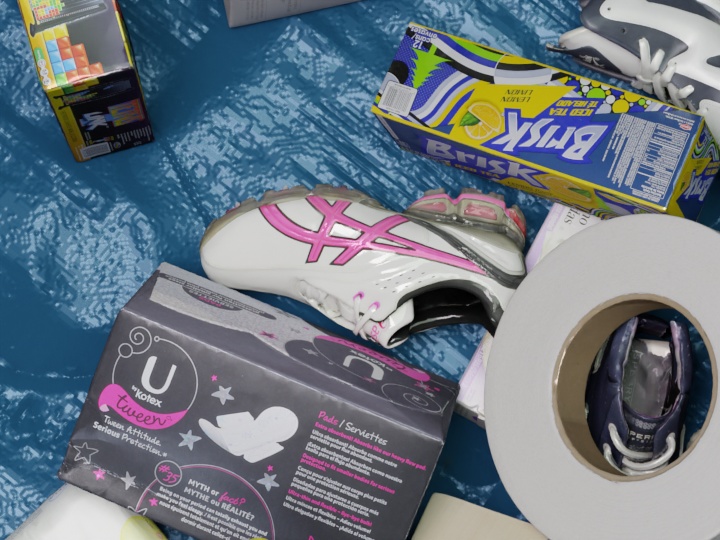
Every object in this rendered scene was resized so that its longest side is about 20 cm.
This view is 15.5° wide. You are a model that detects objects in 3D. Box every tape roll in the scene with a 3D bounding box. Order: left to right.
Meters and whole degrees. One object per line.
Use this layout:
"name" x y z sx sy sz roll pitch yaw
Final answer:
"tape roll" 0.163 0.069 1.498 0.202 0.037 0.204 -8 76 33

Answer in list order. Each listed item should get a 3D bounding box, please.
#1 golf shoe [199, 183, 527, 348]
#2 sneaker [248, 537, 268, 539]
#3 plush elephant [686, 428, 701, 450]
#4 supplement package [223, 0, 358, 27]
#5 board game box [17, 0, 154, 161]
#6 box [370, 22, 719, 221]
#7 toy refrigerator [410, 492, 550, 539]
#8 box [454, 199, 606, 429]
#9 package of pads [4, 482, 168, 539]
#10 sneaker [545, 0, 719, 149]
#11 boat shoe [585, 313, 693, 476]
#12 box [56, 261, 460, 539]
"golf shoe" 0.000 0.000 1.577 0.199 0.073 0.093 0 56 6
"sneaker" -0.060 0.246 1.470 0.082 0.074 0.201 14 111 -34
"plush elephant" 0.297 0.069 1.510 0.199 0.165 0.156 -10 113 -7
"supplement package" 0.004 -0.238 1.611 0.199 0.120 0.122 -12 80 -5
"board game box" -0.172 -0.166 1.550 0.056 0.200 0.166 -15 82 -3
"box" 0.111 -0.082 1.584 0.199 0.070 0.065 21 79 23
"toy refrigerator" 0.039 0.233 1.499 0.076 0.070 0.201 17 55 14
"box" 0.116 0.004 1.617 0.039 0.041 0.201 28 79 4
"package of pads" -0.146 0.235 1.551 0.154 0.068 0.200 -43 86 -8
"sneaker" 0.183 -0.121 1.623 0.129 0.080 0.200 -11 81 -3
"boat shoe" 0.156 0.119 1.573 0.074 0.093 0.201 5 80 -2
"box" -0.055 0.091 1.536 0.199 0.132 0.115 23 104 1
